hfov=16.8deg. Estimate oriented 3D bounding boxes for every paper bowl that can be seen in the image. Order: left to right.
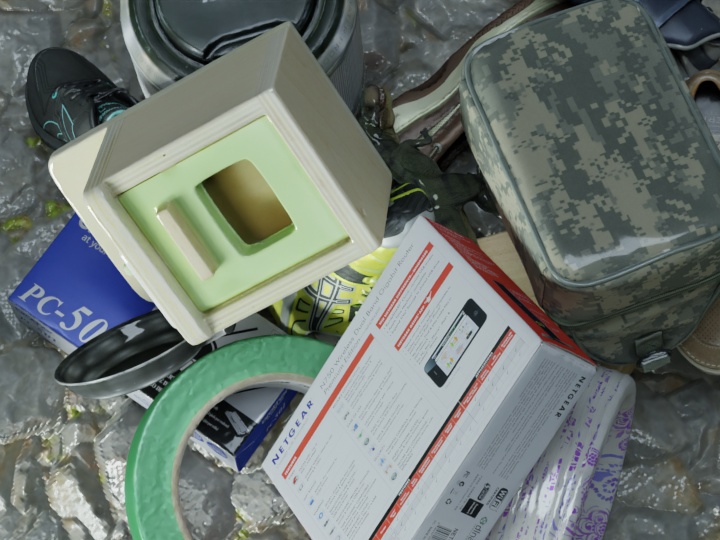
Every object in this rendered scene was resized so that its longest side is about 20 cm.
[{"bbox_3d":[0.102,0.151,1.570,0.104,0.201,0.202,17,72,11],"label":"paper bowl"}]

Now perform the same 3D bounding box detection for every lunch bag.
[{"bbox_3d":[0.150,-0.051,1.553,0.139,0.168,0.201,-20,64,-7],"label":"lunch bag"}]

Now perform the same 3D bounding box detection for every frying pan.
[{"bbox_3d":[-0.117,0.038,1.634,0.189,0.115,0.031,-26,106,-13],"label":"frying pan"}]

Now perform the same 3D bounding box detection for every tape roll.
[{"bbox_3d":[-0.056,0.145,1.629,0.199,0.048,0.202,2,82,-12],"label":"tape roll"}]

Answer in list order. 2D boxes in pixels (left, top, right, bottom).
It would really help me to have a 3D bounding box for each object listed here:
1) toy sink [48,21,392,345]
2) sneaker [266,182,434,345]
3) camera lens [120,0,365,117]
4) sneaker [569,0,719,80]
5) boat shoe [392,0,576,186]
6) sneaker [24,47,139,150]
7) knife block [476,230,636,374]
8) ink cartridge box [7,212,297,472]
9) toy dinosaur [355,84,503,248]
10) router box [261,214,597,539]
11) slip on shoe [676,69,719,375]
[{"bbox_3d":[-0.098,-0.043,1.558,0.199,0.131,0.112,-26,24,19],"label":"toy sink"},{"bbox_3d":[0.000,0.000,1.646,0.075,0.200,0.077,-31,91,-31],"label":"sneaker"},{"bbox_3d":[-0.078,-0.153,1.687,0.159,0.200,0.161,-1,71,3],"label":"camera lens"},{"bbox_3d":[0.215,-0.210,1.738,0.146,0.077,0.202,46,43,5],"label":"sneaker"},{"bbox_3d":[0.087,-0.118,1.740,0.202,0.075,0.075,-39,78,0],"label":"boat shoe"},{"bbox_3d":[-0.177,-0.104,1.719,0.075,0.080,0.200,-21,51,-24],"label":"sneaker"},{"bbox_3d":[0.185,-0.025,1.676,0.199,0.064,0.176,31,92,13],"label":"knife block"},{"bbox_3d":[-0.139,0.045,1.703,0.199,0.044,0.094,33,74,13],"label":"ink cartridge box"},{"bbox_3d":[0.067,-0.050,1.654,0.088,0.048,0.200,-3,41,-38],"label":"toy dinosaur"},{"bbox_3d":[0.038,0.092,1.507,0.201,0.049,0.180,-57,34,12],"label":"router box"},{"bbox_3d":[0.232,-0.033,1.602,0.075,0.061,0.202,3,86,10],"label":"slip on shoe"}]
